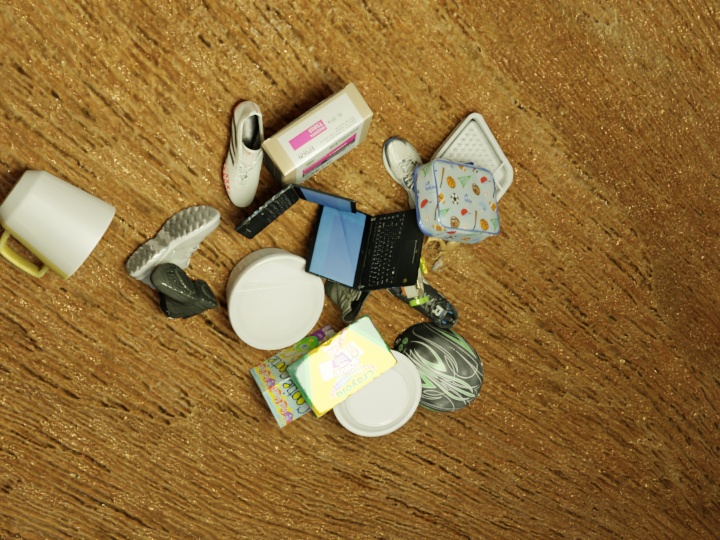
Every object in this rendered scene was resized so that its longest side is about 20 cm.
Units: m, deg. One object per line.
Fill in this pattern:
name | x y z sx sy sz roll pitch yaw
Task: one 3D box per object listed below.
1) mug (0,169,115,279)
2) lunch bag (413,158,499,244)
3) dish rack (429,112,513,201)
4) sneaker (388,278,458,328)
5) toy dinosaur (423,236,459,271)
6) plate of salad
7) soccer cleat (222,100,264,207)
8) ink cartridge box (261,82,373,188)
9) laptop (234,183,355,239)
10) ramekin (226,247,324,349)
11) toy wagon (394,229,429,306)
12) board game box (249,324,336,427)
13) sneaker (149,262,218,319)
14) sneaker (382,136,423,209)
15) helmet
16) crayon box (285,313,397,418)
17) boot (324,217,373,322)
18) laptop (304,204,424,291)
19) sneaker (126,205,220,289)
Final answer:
mug | -0.531 -0.074 1.295 0.153 0.149 0.187 38 87 -25
lunch bag | 0.194 -0.141 1.531 0.198 0.075 0.163 5 73 -41
dish rack | 0.230 -0.213 1.633 0.172 0.043 0.200 -50 125 -16
sneaker | 0.144 0.062 1.693 0.199 0.112 0.073 30 97 -33
toy dinosaur | 0.200 -0.071 1.668 0.105 0.061 0.200 22 144 -15
plate of salad | 0.033 0.258 1.643 0.197 0.048 0.203 -3 106 -12
soccer cleat | -0.211 -0.208 1.416 0.068 0.085 0.203 -1 113 -25
ink cartridge box | -0.080 -0.238 1.415 0.199 0.165 0.076 -35 89 -7
laptop | -0.115 -0.094 1.434 0.199 0.177 0.104 -39 87 -2
ramekin | -0.178 0.048 1.544 0.200 0.094 0.205 -10 117 -21
toy wagon | 0.108 -0.006 1.614 0.039 0.200 0.157 -13 87 12
board game box | -0.119 0.223 1.646 0.198 0.105 0.104 -29 121 -12
sneaker | -0.343 0.052 1.441 0.090 0.076 0.200 -32 155 5
sneaker | 0.117 -0.185 1.571 0.077 0.085 0.201 -36 108 -6
helmet | 0.176 0.222 1.734 0.198 0.191 0.203 -10 116 -20
crayon box | -0.039 0.193 1.561 0.199 0.058 0.120 -33 88 -10
boot | 0.000 0.000 1.585 0.067 0.131 0.202 17 105 -30
laptop | 0.014 -0.060 1.503 0.103 0.198 0.179 43 49 -46
sneaker | -0.342 -0.046 1.449 0.199 0.075 0.082 -36 139 0
